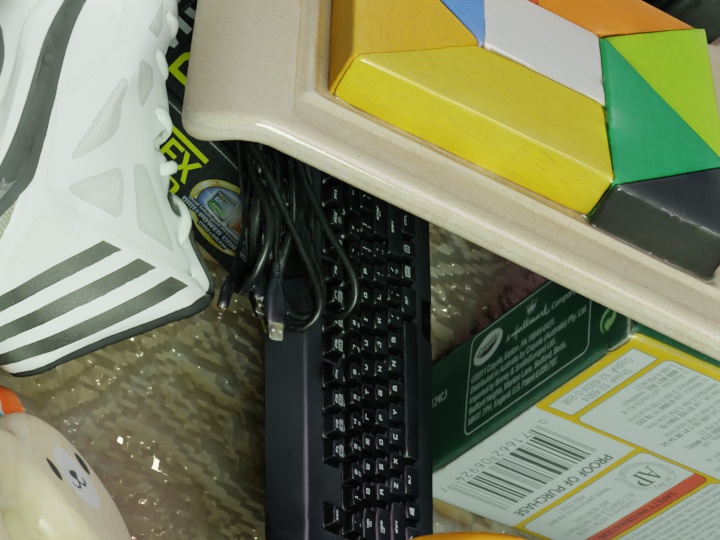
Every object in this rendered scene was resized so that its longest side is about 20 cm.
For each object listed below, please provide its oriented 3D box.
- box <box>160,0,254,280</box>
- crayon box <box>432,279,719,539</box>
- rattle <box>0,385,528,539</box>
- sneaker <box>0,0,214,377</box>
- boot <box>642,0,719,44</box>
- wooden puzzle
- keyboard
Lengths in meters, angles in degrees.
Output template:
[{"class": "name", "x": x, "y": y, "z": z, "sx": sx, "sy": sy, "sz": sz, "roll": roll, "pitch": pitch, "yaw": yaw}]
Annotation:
[{"class": "box", "x": -0.036, "y": -0.112, "z": 0.958, "sx": 0.160, "sy": 0.044, "sz": 0.200, "roll": 46, "pitch": 47, "yaw": -6}, {"class": "crayon box", "x": 0.134, "y": 0.062, "z": 0.924, "sx": 0.200, "sy": 0.126, "sz": 0.052, "roll": 24, "pitch": 52, "yaw": -24}, {"class": "rattle", "x": -0.058, "y": 0.048, "z": 0.735, "sx": 0.130, "sy": 0.143, "sz": 0.200, "roll": 30, "pitch": 21, "yaw": -30}, {"class": "sneaker", "x": -0.084, "y": -0.051, "z": 0.844, "sx": 0.115, "sy": 0.076, "sz": 0.201, "roll": 54, "pitch": 45, "yaw": -35}, {"class": "boot", "x": 0.070, "y": -0.183, "z": 1.000, "sx": 0.158, "sy": 0.079, "sz": 0.211, "roll": 38, "pitch": 21, "yaw": -25}, {"class": "wooden puzzle", "x": 0.048, "y": -0.062, "z": 0.848, "sx": 0.200, "sy": 0.037, "sz": 0.185, "roll": 21, "pitch": 32, "yaw": -12}, {"class": "keyboard", "x": 0.000, "y": 0.000, "z": 0.858, "sx": 0.104, "sy": 0.040, "sz": 0.200, "roll": 23, "pitch": 57, "yaw": -46}]
